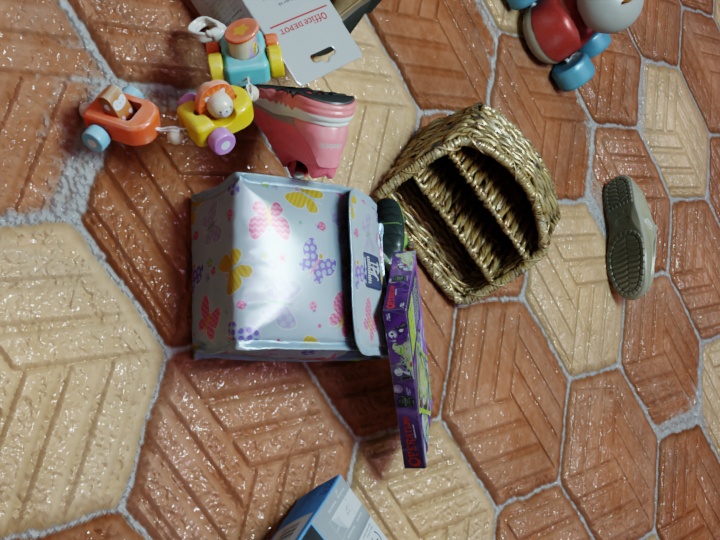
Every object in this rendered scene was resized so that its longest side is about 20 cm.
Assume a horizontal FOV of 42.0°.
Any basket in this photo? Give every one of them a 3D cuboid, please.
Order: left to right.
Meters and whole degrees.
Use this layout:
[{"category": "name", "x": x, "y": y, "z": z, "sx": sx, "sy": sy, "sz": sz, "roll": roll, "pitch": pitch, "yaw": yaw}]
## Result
[{"category": "basket", "x": 0.142, "y": -0.078, "z": 1.131, "sx": 0.200, "sy": 0.143, "sz": 0.149, "roll": 53, "pitch": 48, "yaw": -22}]

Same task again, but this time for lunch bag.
[{"category": "lunch bag", "x": -0.055, "y": 0.002, "z": 0.914, "sx": 0.200, "sy": 0.127, "sz": 0.170, "roll": 7, "pitch": 77, "yaw": -36}]

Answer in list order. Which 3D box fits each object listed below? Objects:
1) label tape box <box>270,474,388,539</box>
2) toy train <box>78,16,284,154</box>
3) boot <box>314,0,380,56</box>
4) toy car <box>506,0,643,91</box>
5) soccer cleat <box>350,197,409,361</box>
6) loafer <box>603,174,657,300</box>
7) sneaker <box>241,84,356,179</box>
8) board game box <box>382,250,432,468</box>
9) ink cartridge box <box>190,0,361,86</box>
[{"category": "label tape box", "x": -0.004, "y": 0.314, "z": 0.879, "sx": 0.200, "sy": 0.066, "sz": 0.143, "roll": 52, "pitch": 23, "yaw": -3}, {"category": "toy train", "x": -0.157, "y": -0.178, "z": 0.846, "sx": 0.200, "sy": 0.150, "sz": 0.056, "roll": -56, "pitch": 160, "yaw": -32}, {"category": "boot", "x": -0.024, "y": -0.319, "z": 1.091, "sx": 0.075, "sy": 0.074, "sz": 0.200, "roll": 40, "pitch": 48, "yaw": -8}, {"category": "toy car", "x": 0.351, "y": -0.399, "z": 1.381, "sx": 0.184, "sy": 0.200, "sz": 0.177, "roll": 53, "pitch": 49, "yaw": -23}, {"category": "soccer cleat", "x": 0.000, "y": 0.000, "z": 1.028, "sx": 0.081, "sy": 0.067, "sz": 0.201, "roll": 25, "pitch": 63, "yaw": -24}, {"category": "loafer", "x": 0.429, "y": -0.050, "z": 1.462, "sx": 0.068, "sy": 0.076, "sz": 0.201, "roll": 12, "pitch": 71, "yaw": -37}, {"category": "sneaker", "x": -0.071, "y": -0.136, "z": 0.918, "sx": 0.074, "sy": 0.200, "sz": 0.087, "roll": -1, "pitch": 104, "yaw": -25}, {"category": "board game box", "x": 0.052, "y": 0.095, "z": 0.994, "sx": 0.120, "sy": 0.032, "sz": 0.201, "roll": -68, "pitch": 154, "yaw": -58}, {"category": "ink cartridge box", "x": -0.100, "y": -0.275, "z": 0.966, "sx": 0.115, "sy": 0.068, "sz": 0.200, "roll": -36, "pitch": 95, "yaw": -43}]
